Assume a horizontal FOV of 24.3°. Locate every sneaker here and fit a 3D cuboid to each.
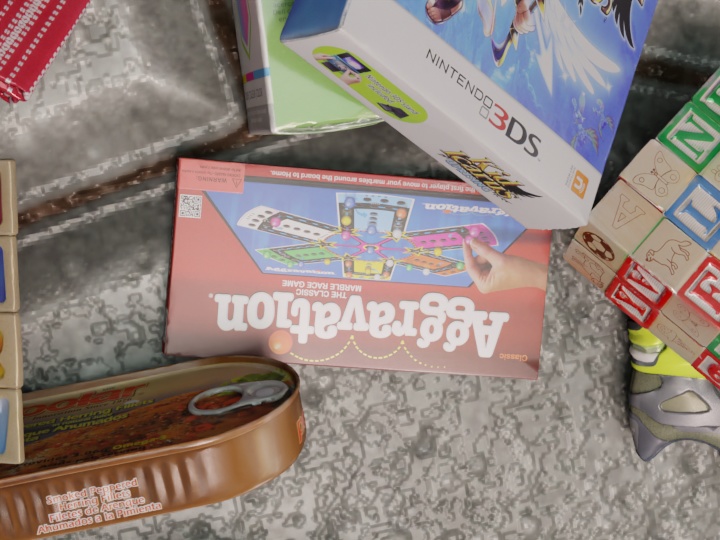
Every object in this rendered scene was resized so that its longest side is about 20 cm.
[{"bbox_3d":[0.234,0.076,0.903,0.200,0.074,0.081,10,99,-3],"label":"sneaker"}]

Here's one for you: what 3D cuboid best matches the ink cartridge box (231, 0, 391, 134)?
[{"bbox_3d":[-0.034,-0.167,0.812,0.059,0.104,0.200,-8,96,-10],"label":"ink cartridge box"}]

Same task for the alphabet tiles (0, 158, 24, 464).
[{"bbox_3d":[-0.225,0.018,0.757,0.166,0.006,0.200,0,94,23],"label":"alphabet tiles"}]

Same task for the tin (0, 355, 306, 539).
[{"bbox_3d":[-0.124,0.086,0.808,0.200,0.112,0.042,-11,111,0],"label":"tin"}]

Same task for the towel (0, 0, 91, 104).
[{"bbox_3d":[-0.214,-0.177,0.786,0.200,0.022,0.145,29,60,-7],"label":"towel"}]

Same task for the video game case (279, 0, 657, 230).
[{"bbox_3d":[0.069,-0.149,0.796,0.181,0.045,0.200,34,68,-38],"label":"video game case"}]

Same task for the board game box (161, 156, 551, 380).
[{"bbox_3d":[0.000,0.000,0.875,0.200,0.019,0.103,4,95,-10],"label":"board game box"}]

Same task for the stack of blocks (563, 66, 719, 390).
[{"bbox_3d":[0.213,-0.048,0.857,0.115,0.059,0.200,41,72,10],"label":"stack of blocks"}]
